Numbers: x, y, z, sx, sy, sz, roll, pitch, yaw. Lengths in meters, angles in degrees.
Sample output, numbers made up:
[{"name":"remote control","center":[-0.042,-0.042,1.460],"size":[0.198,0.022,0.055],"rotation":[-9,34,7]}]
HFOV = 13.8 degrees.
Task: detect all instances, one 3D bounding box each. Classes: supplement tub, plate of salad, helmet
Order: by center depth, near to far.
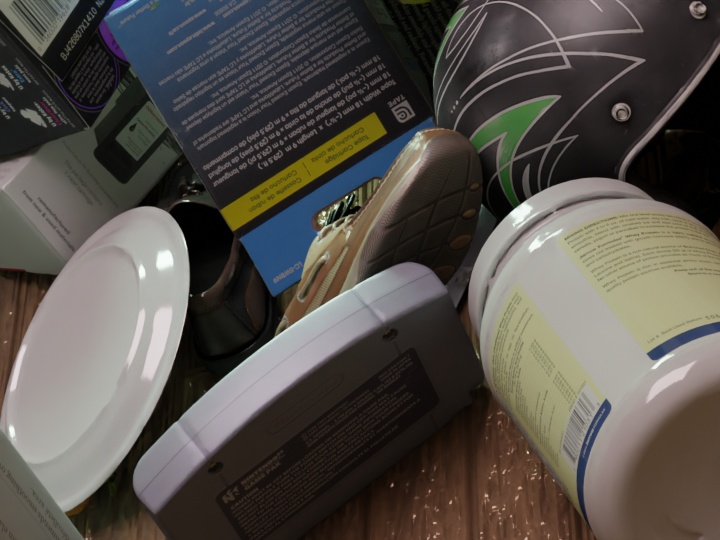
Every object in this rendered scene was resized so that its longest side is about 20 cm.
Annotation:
[{"name":"supplement tub","center":[0.148,0.052,1.520],"size":[0.145,0.145,0.200],"rotation":[-33,37,-1]},{"name":"helmet","center":[0.137,-0.103,1.664],"size":[0.200,0.191,0.200],"rotation":[-20,39,17]},{"name":"plate of salad","center":[-0.154,0.058,1.782],"size":[0.200,0.048,0.200],"rotation":[-38,39,38]}]

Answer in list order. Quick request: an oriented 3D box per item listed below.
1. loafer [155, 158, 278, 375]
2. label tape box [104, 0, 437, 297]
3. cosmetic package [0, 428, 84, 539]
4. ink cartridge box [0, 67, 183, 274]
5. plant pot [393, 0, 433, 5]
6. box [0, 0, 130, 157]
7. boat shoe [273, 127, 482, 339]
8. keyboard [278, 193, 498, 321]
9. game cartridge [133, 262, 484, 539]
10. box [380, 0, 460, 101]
[{"name":"loafer","center":[-0.092,-0.019,1.838],"size":[0.072,0.063,0.200],"rotation":[-26,37,7]},{"name":"label tape box","center":[-0.040,-0.106,1.801],"size":[0.144,0.200,0.063],"rotation":[-31,-3,10]},{"name":"cosmetic package","center":[-0.253,0.210,1.604],"size":[0.166,0.168,0.200],"rotation":[-14,40,21]},{"name":"ink cartridge box","center":[-0.183,-0.096,1.951],"size":[0.200,0.083,0.145],"rotation":[-51,28,-23]},{"name":"plant pot","center":[0.040,-0.267,1.711],"size":[0.182,0.199,0.200],"rotation":[-56,-8,17]},{"name":"box","center":[-0.243,-0.143,1.888],"size":[0.200,0.106,0.122],"rotation":[-15,35,42]},{"name":"boat shoe","center":[0.000,0.000,1.657],"size":[0.072,0.076,0.200],"rotation":[48,120,38]},{"name":"keyboard","center":[0.011,0.003,1.778],"size":[0.127,0.021,0.200],"rotation":[-2,45,34]},{"name":"game cartridge","center":[-0.028,0.083,1.618],"size":[0.200,0.133,0.041],"rotation":[-37,60,-8]},{"name":"box","center":[0.055,-0.223,1.919],"size":[0.198,0.123,0.200],"rotation":[-21,39,13]}]
